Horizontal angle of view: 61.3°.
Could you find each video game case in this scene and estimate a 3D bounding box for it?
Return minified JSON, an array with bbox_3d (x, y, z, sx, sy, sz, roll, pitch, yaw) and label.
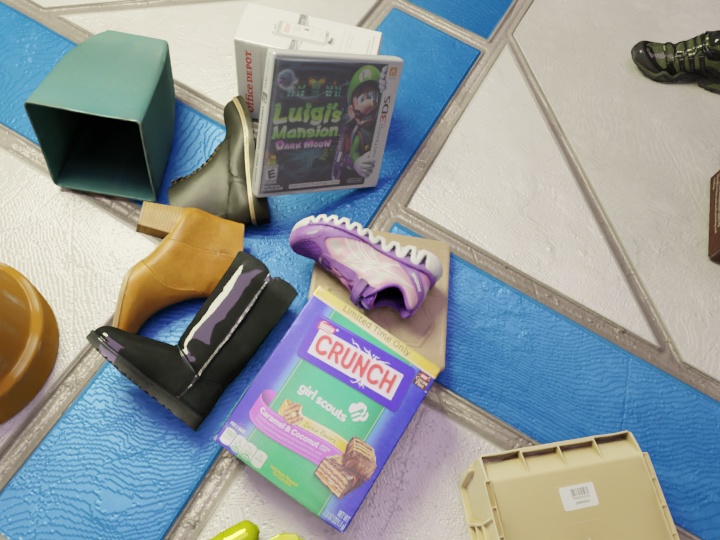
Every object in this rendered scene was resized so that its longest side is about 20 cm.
[{"bbox_3d":[-0.042,-0.189,0.796,0.198,0.184,0.023,-11,37,-35],"label":"video game case"}]

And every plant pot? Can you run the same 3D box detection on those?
[{"bbox_3d":[-0.448,0.053,0.636,0.196,0.184,0.203,3,62,-6],"label":"plant pot"},{"bbox_3d":[-0.327,-0.225,0.829,0.139,0.142,0.202,10,54,-3],"label":"plant pot"}]

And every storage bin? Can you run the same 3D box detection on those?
[{"bbox_3d":[0.227,0.295,0.655,0.196,0.094,0.201,-6,63,-10],"label":"storage bin"}]

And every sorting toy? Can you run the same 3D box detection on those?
[{"bbox_3d":[0.024,0.033,0.801,0.182,0.037,0.203,9,57,-3],"label":"sorting toy"}]

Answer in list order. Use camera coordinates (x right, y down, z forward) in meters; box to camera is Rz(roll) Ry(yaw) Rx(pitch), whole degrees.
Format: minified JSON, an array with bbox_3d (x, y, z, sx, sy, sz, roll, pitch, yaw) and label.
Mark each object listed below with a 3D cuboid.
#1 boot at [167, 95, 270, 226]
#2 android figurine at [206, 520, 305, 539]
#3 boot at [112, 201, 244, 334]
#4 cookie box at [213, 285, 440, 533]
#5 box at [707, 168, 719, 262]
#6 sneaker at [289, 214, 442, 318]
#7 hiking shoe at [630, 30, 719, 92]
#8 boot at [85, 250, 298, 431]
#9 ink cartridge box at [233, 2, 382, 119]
[{"bbox_3d":[-0.208,-0.148,0.841,0.136,0.078,0.203,-11,63,-8],"label":"boot"},{"bbox_3d":[-0.101,0.349,0.611,0.197,0.041,0.184,-21,67,-16],"label":"android figurine"},{"bbox_3d":[-0.220,0.020,0.755,0.142,0.071,0.205,16,77,-20],"label":"boot"},{"bbox_3d":[-0.033,0.150,0.678,0.170,0.075,0.201,33,75,5],"label":"cookie box"},{"bbox_3d":[0.627,-0.103,0.859,0.162,0.201,0.168,20,62,3],"label":"box"},{"bbox_3d":[0.000,0.000,0.754,0.197,0.081,0.090,20,65,3],"label":"sneaker"},{"bbox_3d":[0.575,-0.381,1.053,0.196,0.101,0.077,10,60,-2],"label":"hiking shoe"},{"bbox_3d":[-0.188,0.055,0.711,0.165,0.065,0.201,44,69,-18],"label":"boot"},{"bbox_3d":[-0.078,-0.282,0.885,0.196,0.147,0.084,12,58,0],"label":"ink cartridge box"}]
